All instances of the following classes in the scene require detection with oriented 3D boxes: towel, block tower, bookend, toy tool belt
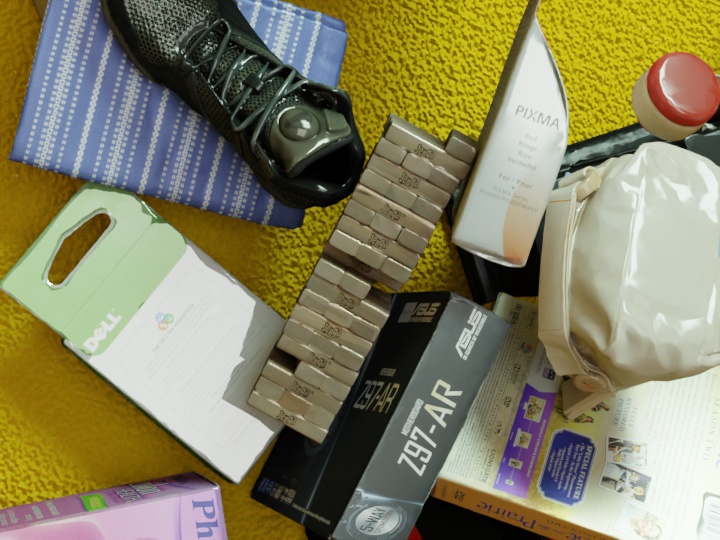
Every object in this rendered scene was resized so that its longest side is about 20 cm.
[{"bbox_3d":[-0.111,-0.116,0.897,0.200,0.024,0.145,14,91,-23],"label":"towel"},{"bbox_3d":[0.000,0.000,0.839,0.058,0.054,0.200,28,102,-3],"label":"block tower"},{"bbox_3d":[0.186,-0.050,0.946,0.200,0.199,0.092,-19,94,-16],"label":"bookend"},{"bbox_3d":[0.156,-0.018,0.828,0.125,0.123,0.201,16,67,-14],"label":"toy tool belt"}]

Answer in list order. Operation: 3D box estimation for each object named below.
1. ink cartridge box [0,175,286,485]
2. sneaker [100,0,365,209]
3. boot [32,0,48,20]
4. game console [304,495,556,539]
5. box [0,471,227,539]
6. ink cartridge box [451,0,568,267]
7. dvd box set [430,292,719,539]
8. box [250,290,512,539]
[{"bbox_3d":[-0.128,0.038,0.916,0.200,0.059,0.104,40,77,-8],"label":"ink cartridge box"},{"bbox_3d":[-0.068,-0.115,0.842,0.076,0.114,0.200,-45,108,-12],"label":"sneaker"},{"bbox_3d":[-0.139,-0.178,0.925,0.144,0.071,0.202,-12,96,-23],"label":"boot"},{"bbox_3d":[0.062,0.200,0.893,0.031,0.177,0.200,4,50,-49],"label":"game console"},{"bbox_3d":[-0.179,0.235,0.876,0.199,0.097,0.176,-9,90,-18],"label":"box"},{"bbox_3d":[0.108,-0.110,0.831,0.050,0.162,0.200,22,100,0],"label":"ink cartridge box"},{"bbox_3d":[0.158,0.105,0.853,0.199,0.029,0.147,18,54,6],"label":"dvd box set"},{"bbox_3d":[0.006,0.093,0.884,0.043,0.200,0.161,30,80,-15],"label":"box"}]
